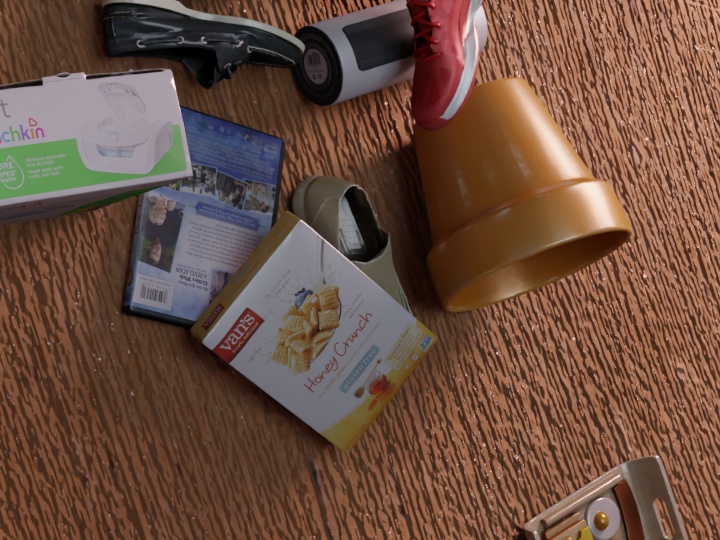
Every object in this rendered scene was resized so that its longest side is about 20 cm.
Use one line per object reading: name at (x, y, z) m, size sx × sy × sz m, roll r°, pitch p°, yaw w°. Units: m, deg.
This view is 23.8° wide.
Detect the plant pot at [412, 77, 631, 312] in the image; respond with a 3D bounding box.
plant pot at (0.142, -0.082, 1.692) m, size 0.200 × 0.200 × 0.184 m, roll -12°, pitch 75°, yaw -37°

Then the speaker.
speaker at (0.030, -0.224, 1.686) m, size 0.200 × 0.081 × 0.082 m, roll -21°, pitch 96°, yaw -37°

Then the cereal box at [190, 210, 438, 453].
cereal box at (-0.040, 0.059, 1.578) m, size 0.200 × 0.040 × 0.144 m, roll 40°, pitch 87°, yaw -31°

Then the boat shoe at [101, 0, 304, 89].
boat shoe at (-0.144, -0.200, 1.558) m, size 0.199 × 0.074 × 0.066 m, roll 12°, pitch 79°, yaw -34°

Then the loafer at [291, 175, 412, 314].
loafer at (0.000, 0.000, 1.638) m, size 0.076 × 0.068 × 0.201 m, roll -36°, pitch 105°, yaw -34°

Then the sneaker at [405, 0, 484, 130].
sneaker at (0.055, -0.240, 1.605) m, size 0.115 × 0.078 × 0.201 m, roll 18°, pitch 79°, yaw -39°

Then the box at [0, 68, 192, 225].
box at (-0.269, -0.095, 1.388) m, size 0.199 × 0.176 × 0.097 m, roll -11°, pitch 90°, yaw -37°

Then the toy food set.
toy food set at (0.265, 0.299, 1.796) m, size 0.200 × 0.060 × 0.144 m, roll -24°, pitch 98°, yaw -37°

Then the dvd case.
dvd case at (-0.141, -0.043, 1.572) m, size 0.142 × 0.018 × 0.201 m, roll 16°, pitch 74°, yaw -34°
